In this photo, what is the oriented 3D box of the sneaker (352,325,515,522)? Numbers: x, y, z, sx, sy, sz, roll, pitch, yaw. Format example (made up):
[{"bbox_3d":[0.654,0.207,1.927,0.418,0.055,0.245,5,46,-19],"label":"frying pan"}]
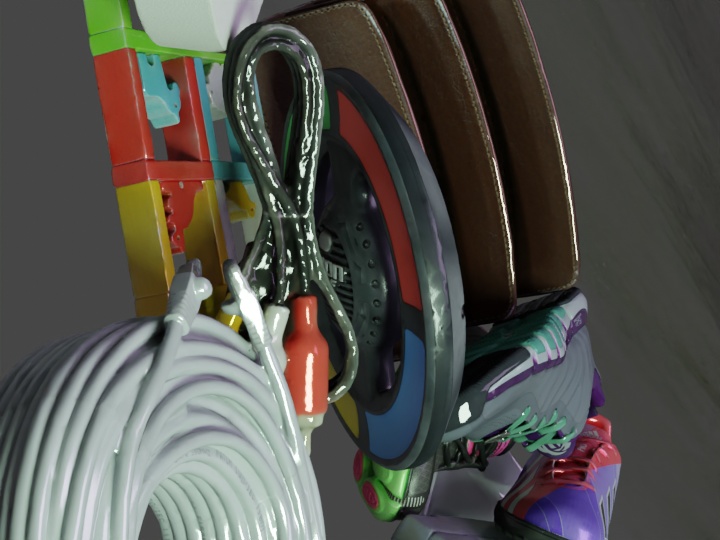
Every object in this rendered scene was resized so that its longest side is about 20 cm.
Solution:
[{"bbox_3d":[0.055,0.084,0.930,0.077,0.084,0.200,-64,175,31],"label":"sneaker"}]

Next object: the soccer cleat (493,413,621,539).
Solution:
[{"bbox_3d":[0.125,0.127,0.946,0.073,0.068,0.200,-66,172,4],"label":"soccer cleat"}]

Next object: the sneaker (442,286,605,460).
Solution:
[{"bbox_3d":[0.096,0.074,0.882,0.200,0.074,0.088,-29,98,-59],"label":"sneaker"}]

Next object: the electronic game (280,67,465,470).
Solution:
[{"bbox_3d":[0.000,0.000,0.780,0.200,0.041,0.201,169,-90,-71],"label":"electronic game"}]

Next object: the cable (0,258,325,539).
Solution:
[{"bbox_3d":[-0.081,0.118,0.616,0.200,0.069,0.201,-57,135,-51],"label":"cable"}]

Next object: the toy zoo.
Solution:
[{"bbox_3d":[-0.080,-0.050,0.767,0.131,0.020,0.201,-6,86,-67],"label":"toy zoo"}]

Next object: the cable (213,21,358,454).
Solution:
[{"bbox_3d":[-0.030,-0.007,0.713,0.050,0.097,0.201,-140,-121,-61],"label":"cable"}]

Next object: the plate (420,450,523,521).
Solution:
[{"bbox_3d":[0.087,0.199,0.990,0.200,0.032,0.200,54,26,-21],"label":"plate"}]

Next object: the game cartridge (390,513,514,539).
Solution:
[{"bbox_3d":[0.111,0.186,0.892,0.200,0.129,0.039,20,95,-56],"label":"game cartridge"}]

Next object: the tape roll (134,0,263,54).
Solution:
[{"bbox_3d":[-0.063,-0.198,0.697,0.203,0.037,0.204,7,90,-85],"label":"tape roll"}]

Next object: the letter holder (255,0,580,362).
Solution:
[{"bbox_3d":[0.036,-0.062,0.891,0.101,0.141,0.201,-41,119,-65],"label":"letter holder"}]
